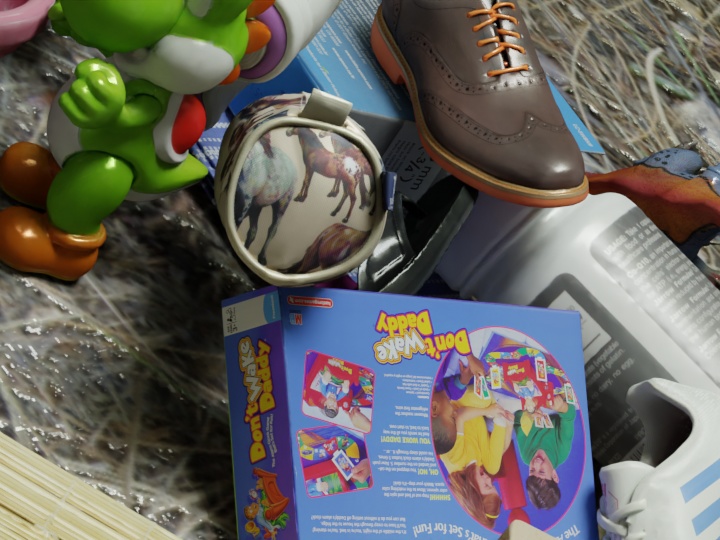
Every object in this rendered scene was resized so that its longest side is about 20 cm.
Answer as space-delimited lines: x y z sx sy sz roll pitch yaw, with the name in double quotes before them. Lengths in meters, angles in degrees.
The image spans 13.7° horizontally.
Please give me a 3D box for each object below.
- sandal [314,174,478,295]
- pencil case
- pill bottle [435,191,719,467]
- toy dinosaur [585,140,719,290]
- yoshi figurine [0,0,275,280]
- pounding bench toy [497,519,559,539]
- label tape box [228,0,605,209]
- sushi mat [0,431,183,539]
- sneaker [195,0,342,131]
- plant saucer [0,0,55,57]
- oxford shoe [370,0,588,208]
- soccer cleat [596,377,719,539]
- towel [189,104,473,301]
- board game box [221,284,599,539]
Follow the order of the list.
"sandal" 0.000 0.000 1.528 0.048 0.075 0.200 48 46 -9
"pencil case" -0.029 -0.045 1.445 0.078 0.089 0.200 29 4 -6
"pill bottle" 0.135 0.031 1.615 0.200 0.113 0.113 47 32 7
"toy dinosaur" 0.179 -0.021 1.682 0.200 0.105 0.181 5 4 8
"yoshi figurine" -0.127 -0.096 1.453 0.112 0.200 0.112 46 33 16
"pounding bench toy" 0.083 0.231 1.258 0.124 0.156 0.200 27 32 -15
"label tape box" 0.019 -0.098 1.689 0.200 0.063 0.144 9 34 -38
"sushi mat" -0.138 0.119 1.330 0.200 0.012 0.096 31 32 -7
"sneaker" -0.062 -0.130 1.557 0.100 0.200 0.075 -45 106 -29
"plant saucer" -0.256 -0.150 1.510 0.200 0.051 0.201 18 23 -8
"oxford shoe" 0.062 -0.106 1.580 0.071 0.073 0.200 -10 42 -27
"soccer cleat" 0.145 0.145 1.481 0.086 0.070 0.200 29 55 -23
"towel" -0.019 -0.021 1.641 0.145 0.024 0.200 -3 50 -49
"board game box" 0.027 0.082 1.453 0.200 0.045 0.135 6 74 -41
